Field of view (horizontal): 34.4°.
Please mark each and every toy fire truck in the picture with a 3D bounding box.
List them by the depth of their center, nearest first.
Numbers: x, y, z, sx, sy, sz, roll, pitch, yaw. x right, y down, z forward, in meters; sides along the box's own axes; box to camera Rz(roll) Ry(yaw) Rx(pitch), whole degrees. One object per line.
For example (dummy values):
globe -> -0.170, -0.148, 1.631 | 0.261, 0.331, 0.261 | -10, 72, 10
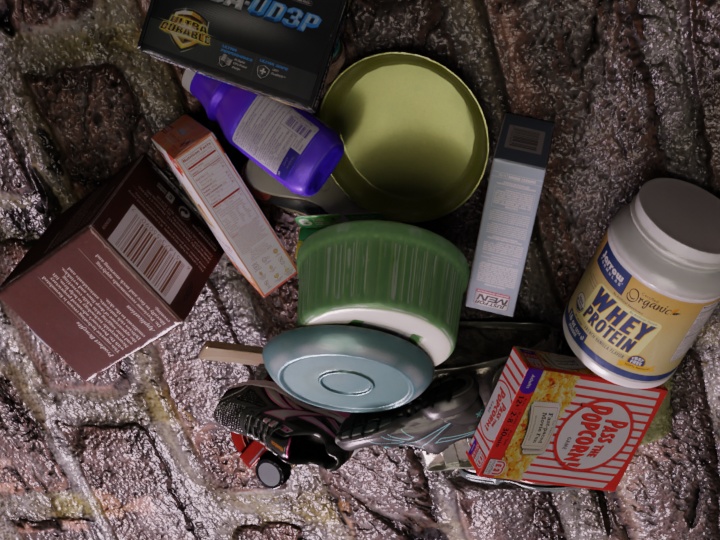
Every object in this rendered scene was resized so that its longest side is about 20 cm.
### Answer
toy fire truck -> -0.131, 0.174, 1.574 | 0.200, 0.128, 0.176 | 46, 123, 7

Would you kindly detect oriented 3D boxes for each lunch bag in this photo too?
lunch bag -> 0.162, 0.155, 1.454 | 0.197, 0.118, 0.166 | -7, 122, 15

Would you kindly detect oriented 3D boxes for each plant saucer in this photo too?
plant saucer -> 0.050, -0.152, 1.305 | 0.197, 0.031, 0.203 | 8, 120, 14
plant saucer -> -0.015, 0.118, 1.314 | 0.197, 0.028, 0.201 | 5, 150, 3

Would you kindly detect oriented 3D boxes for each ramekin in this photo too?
ramekin -> 0.021, 0.038, 1.292 | 0.197, 0.099, 0.201 | 5, 151, 2

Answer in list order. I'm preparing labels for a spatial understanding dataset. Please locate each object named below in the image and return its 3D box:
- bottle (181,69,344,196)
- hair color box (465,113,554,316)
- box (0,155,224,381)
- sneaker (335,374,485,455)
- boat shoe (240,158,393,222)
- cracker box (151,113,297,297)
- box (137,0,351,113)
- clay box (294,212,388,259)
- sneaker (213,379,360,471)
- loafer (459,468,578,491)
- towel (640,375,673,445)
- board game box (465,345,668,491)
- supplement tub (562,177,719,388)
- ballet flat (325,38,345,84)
bottle -> -0.114, -0.169, 1.305 | 0.199, 0.065, 0.084 | 37, 98, 14
hair color box -> 0.166, -0.060, 1.302 | 0.060, 0.100, 0.202 | 13, 128, 7
box -> -0.308, -0.002, 1.455 | 0.199, 0.165, 0.166 | -28, 114, 33
sneaker -> 0.061, 0.191, 1.390 | 0.198, 0.076, 0.080 | -19, 113, 26
boat shoe -> -0.047, -0.089, 1.373 | 0.197, 0.072, 0.063 | 16, 166, -11
cracker box -> -0.161, -0.078, 1.372 | 0.057, 0.134, 0.201 | -34, 115, -9
box -> -0.116, -0.273, 1.220 | 0.197, 0.046, 0.161 | 20, 94, 3
clay box -> 0.000, 0.000, 1.383 | 0.113, 0.048, 0.200 | -3, 151, 19
sneaker -> -0.097, 0.199, 1.466 | 0.197, 0.086, 0.082 | 10, 112, 15
loafer -> 0.221, 0.246, 1.532 | 0.197, 0.072, 0.064 | -2, 119, 22
towel -> 0.292, 0.168, 1.420 | 0.197, 0.037, 0.150 | -15, 124, -10
board game box -> 0.240, 0.176, 1.357 | 0.197, 0.046, 0.153 | 10, 116, -24
supplement tub -> 0.321, 0.014, 1.278 | 0.143, 0.145, 0.202 | 21, 129, 1
ballet flat -> -0.114, -0.247, 1.281 | 0.197, 0.069, 0.067 | 20, 157, 5
